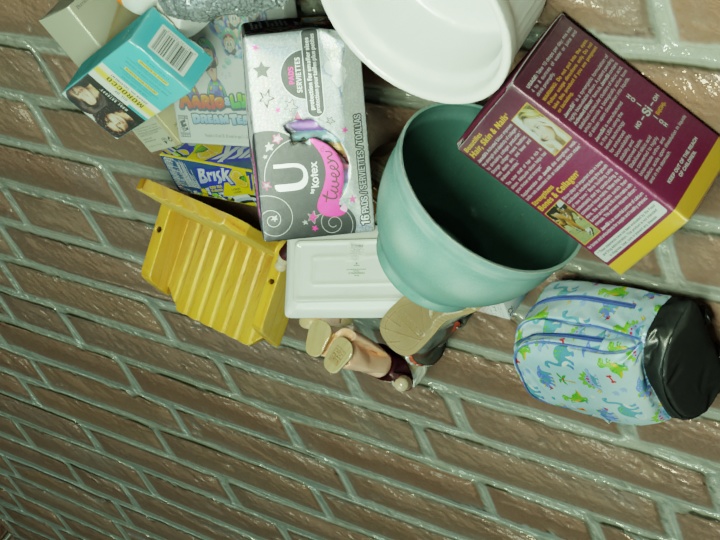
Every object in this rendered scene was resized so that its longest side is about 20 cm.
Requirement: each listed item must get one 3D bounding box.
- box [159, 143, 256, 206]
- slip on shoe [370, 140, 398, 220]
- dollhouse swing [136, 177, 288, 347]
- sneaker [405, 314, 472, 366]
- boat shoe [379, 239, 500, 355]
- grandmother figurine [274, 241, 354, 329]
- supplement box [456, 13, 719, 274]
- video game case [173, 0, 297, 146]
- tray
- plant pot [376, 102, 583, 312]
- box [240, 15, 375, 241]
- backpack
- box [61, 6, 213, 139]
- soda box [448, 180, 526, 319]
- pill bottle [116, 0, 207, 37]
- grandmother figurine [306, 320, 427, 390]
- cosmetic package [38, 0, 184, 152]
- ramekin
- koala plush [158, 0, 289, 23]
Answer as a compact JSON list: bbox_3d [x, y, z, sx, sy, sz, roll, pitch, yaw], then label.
[{"bbox_3d":[-0.139,-0.125,1.727,0.200,0.070,0.064,13,144,37],"label":"box"},{"bbox_3d":[0.024,-0.100,1.597,0.076,0.061,0.200,36,170,0],"label":"slip on shoe"},{"bbox_3d":[-0.201,-0.007,1.843,0.200,0.182,0.176,24,-169,24],"label":"dollhouse swing"},{"bbox_3d":[0.094,0.062,1.737,0.082,0.077,0.200,6,153,13],"label":"sneaker"},{"bbox_3d":[0.096,0.020,1.550,0.072,0.065,0.200,46,132,2],"label":"boat shoe"},{"bbox_3d":[-0.046,-0.014,1.777,0.121,0.061,0.200,-11,133,-1],"label":"grandmother figurine"},{"bbox_3d":[0.210,-0.111,1.321,0.200,0.103,0.131,38,151,-2],"label":"supplement box"},{"bbox_3d":[-0.137,-0.223,1.551,0.200,0.024,0.183,8,112,43],"label":"video game case"},{"bbox_3d":[0.000,0.000,1.670,0.199,0.108,0.022,-1,172,24],"label":"tray"},{"bbox_3d":[0.096,-0.043,1.396,0.200,0.200,0.134,38,134,-1],"label":"plant pot"},{"bbox_3d":[-0.054,-0.142,1.429,0.132,0.114,0.201,-110,14,-74],"label":"box"},{"bbox_3d":[0.259,0.083,1.533,0.200,0.154,0.163,30,160,41],"label":"backpack"},{"bbox_3d":[-0.237,-0.203,1.523,0.082,0.049,0.200,40,153,-18],"label":"box"},{"bbox_3d":[0.124,-0.040,1.564,0.068,0.064,0.200,14,144,37],"label":"soda box"},{"bbox_3d":[-0.233,-0.331,1.484,0.200,0.110,0.110,38,152,9],"label":"pill bottle"},{"bbox_3d":[0.021,0.111,1.804,0.121,0.061,0.200,48,-163,31],"label":"grandmother figurine"},{"bbox_3d":[-0.254,-0.244,1.652,0.073,0.104,0.200,-6,131,50],"label":"cosmetic package"},{"bbox_3d":[0.067,-0.254,1.282,0.200,0.098,0.201,27,149,18],"label":"ramekin"},{"bbox_3d":[-0.127,-0.346,1.313,0.177,0.184,0.200,17,133,32],"label":"koala plush"}]
